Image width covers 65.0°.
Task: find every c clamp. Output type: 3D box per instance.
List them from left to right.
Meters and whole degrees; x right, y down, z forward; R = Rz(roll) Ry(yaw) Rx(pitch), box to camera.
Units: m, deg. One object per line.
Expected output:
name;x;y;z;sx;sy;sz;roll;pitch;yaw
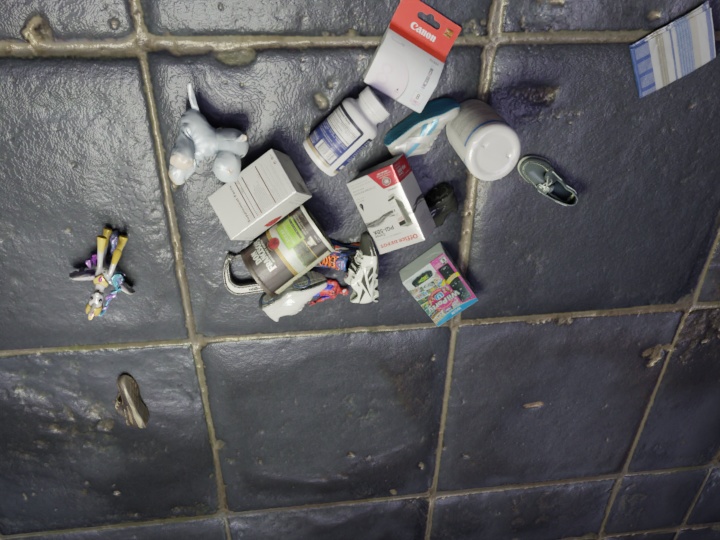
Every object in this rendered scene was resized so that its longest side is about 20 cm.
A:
c clamp;-0.280;-0.020;1.514;0.195;0.027;0.175;-13;110;-2

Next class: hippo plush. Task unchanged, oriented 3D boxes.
hippo plush;-0.339;-0.278;1.286;0.157;0.159;0.206;13;79;-18

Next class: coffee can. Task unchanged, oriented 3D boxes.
coffee can;-0.182;-0.050;1.426;0.198;0.147;0.147;-37;121;2

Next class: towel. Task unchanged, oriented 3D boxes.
towel;0.752;-0.528;1.360;0.197;0.024;0.148;-28;124;11

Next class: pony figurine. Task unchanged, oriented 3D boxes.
pony figurine;-0.638;0.003;1.406;0.163;0.193;0.205;15;100;-20

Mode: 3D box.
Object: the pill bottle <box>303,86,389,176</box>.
pill bottle;-0.030;-0.327;1.316;0.199;0.112;0.111;-40;119;16

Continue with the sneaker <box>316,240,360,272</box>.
sneaker;-0.060;-0.034;1.513;0.194;0.079;0.077;-2;122;-7

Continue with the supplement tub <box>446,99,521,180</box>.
supplement tub;0.283;-0.308;1.321;0.128;0.202;0.135;-4;124;-6

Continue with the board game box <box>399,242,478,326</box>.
board game box;0.224;0.043;1.612;0.146;0.065;0.200;-34;121;13

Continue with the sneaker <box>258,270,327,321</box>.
sneaker;-0.175;0.069;1.528;0.196;0.075;0.088;-24;132;7

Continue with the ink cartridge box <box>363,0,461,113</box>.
ink cartridge box;0.118;-0.486;1.278;0.160;0.058;0.202;22;121;-20

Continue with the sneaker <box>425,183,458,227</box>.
sneaker;0.173;-0.139;1.490;0.197;0.077;0.091;-29;132;15

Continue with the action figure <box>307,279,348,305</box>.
action figure;-0.129;0.058;1.581;0.194;0.052;0.067;-1;117;-10

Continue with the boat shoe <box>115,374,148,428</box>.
boat shoe;-0.698;0.401;1.692;0.071;0.075;0.204;-8;121;-3

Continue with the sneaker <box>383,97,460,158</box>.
sneaker;0.156;-0.339;1.365;0.197;0.078;0.081;-29;129;18

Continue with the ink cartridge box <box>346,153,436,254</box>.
ink cartridge box;0.077;-0.159;1.393;0.144;0.083;0.203;-16;109;35

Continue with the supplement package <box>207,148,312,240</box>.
supplement package;-0.237;-0.175;1.349;0.198;0.121;0.121;-33;85;13

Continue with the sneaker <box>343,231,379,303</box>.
sneaker;0.000;0.000;1.457;0.086;0.074;0.205;-9;117;-13

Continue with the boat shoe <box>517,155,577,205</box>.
boat shoe;0.496;-0.232;1.481;0.197;0.062;0.073;29;114;-23
